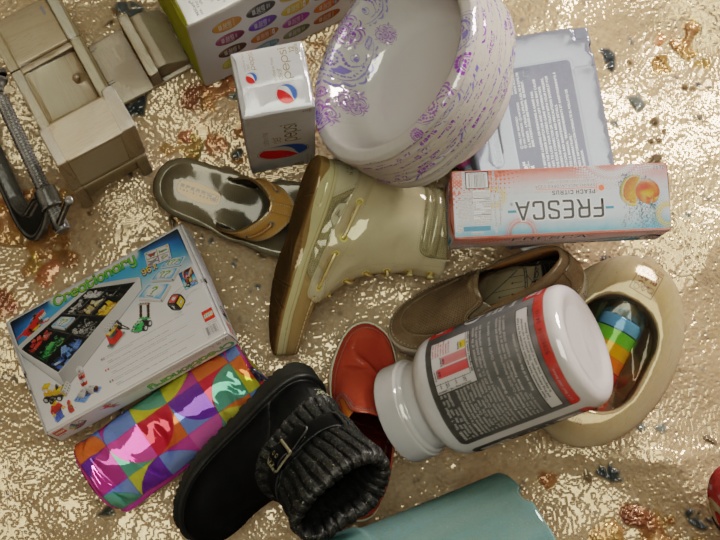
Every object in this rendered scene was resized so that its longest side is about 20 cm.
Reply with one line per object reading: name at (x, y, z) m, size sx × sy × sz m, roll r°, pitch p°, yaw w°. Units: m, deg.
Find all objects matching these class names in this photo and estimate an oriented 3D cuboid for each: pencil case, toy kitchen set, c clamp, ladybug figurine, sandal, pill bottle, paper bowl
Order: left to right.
c clamp at (-0.324, -0.113, 1.426) m, size 0.027 × 0.171 × 0.201 m, roll -23°, pitch 76°, yaw -28°
toy kitchen set at (-0.248, -0.200, 1.427) m, size 0.163 × 0.180 × 0.201 m, roll -29°, pitch 83°, yaw -7°
pencil case at (-0.172, 0.148, 1.422) m, size 0.199 × 0.088 × 0.089 m, roll -33°, pitch 83°, yaw -4°
sandal at (-0.106, -0.063, 1.469) m, size 0.199 × 0.054 × 0.081 m, roll 16°, pitch 81°, yaw -4°
paper bowl at (0.060, -0.173, 1.374) m, size 0.104 × 0.200 × 0.202 m, roll 25°, pitch 78°, yaw -38°
pill bottle at (0.119, 0.099, 1.372) m, size 0.199 × 0.116 × 0.116 m, roll -24°, pitch 81°, yaw 25°
ladybug figurine at (0.235, 0.077, 1.447) m, size 0.135 × 0.072 × 0.201 m, roll 32°, pitch 82°, yaw 5°

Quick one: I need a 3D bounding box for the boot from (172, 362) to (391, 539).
boot at (-0.077, 0.201, 1.358) m, size 0.211 × 0.079 × 0.158 m, roll -54°, pitch 43°, yaw 13°

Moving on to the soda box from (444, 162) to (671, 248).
soda box at (0.177, -0.058, 1.367) m, size 0.199 × 0.068 × 0.064 m, roll -2°, pitch 84°, yaw -1°

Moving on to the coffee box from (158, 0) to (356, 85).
coffee box at (-0.115, -0.328, 1.440) m, size 0.197 × 0.200 × 0.201 m, roll -26°, pitch 83°, yaw -5°

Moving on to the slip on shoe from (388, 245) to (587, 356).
slip on shoe at (0.114, 0.026, 1.428) m, size 0.199 × 0.061 × 0.076 m, roll -14°, pitch 55°, yaw 19°

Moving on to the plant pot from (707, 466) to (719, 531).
plant pot at (0.431, 0.229, 1.370) m, size 0.182 × 0.200 × 0.201 m, roll -29°, pitch 83°, yaw 3°

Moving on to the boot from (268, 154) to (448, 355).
boot at (0.000, 0.000, 1.451) m, size 0.155 × 0.073 × 0.201 m, roll 12°, pitch 103°, yaw -19°

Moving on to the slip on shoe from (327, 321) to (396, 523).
slip on shoe at (0.006, 0.137, 1.417) m, size 0.074 × 0.061 × 0.201 m, roll 15°, pitch 58°, yaw -15°

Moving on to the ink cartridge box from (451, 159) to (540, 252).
ink cartridge box at (0.148, -0.120, 1.480) m, size 0.116 × 0.068 × 0.201 m, roll -32°, pitch 82°, yaw -5°

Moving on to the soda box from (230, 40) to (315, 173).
soda box at (-0.080, -0.150, 1.412) m, size 0.068 × 0.200 × 0.064 m, roll -11°, pitch 80°, yaw -4°

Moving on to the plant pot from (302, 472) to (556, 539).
plant pot at (0.076, 0.291, 1.359) m, size 0.195 × 0.200 × 0.201 m, roll -25°, pitch 82°, yaw -14°

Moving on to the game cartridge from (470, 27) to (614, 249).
game cartridge at (0.169, -0.125, 1.428) m, size 0.132 × 0.041 × 0.201 m, roll -8°, pitch 82°, yaw -6°

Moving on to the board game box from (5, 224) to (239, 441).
board game box at (-0.227, 0.059, 1.424) m, size 0.199 × 0.035 × 0.127 m, roll -28°, pitch 66°, yaw 6°
